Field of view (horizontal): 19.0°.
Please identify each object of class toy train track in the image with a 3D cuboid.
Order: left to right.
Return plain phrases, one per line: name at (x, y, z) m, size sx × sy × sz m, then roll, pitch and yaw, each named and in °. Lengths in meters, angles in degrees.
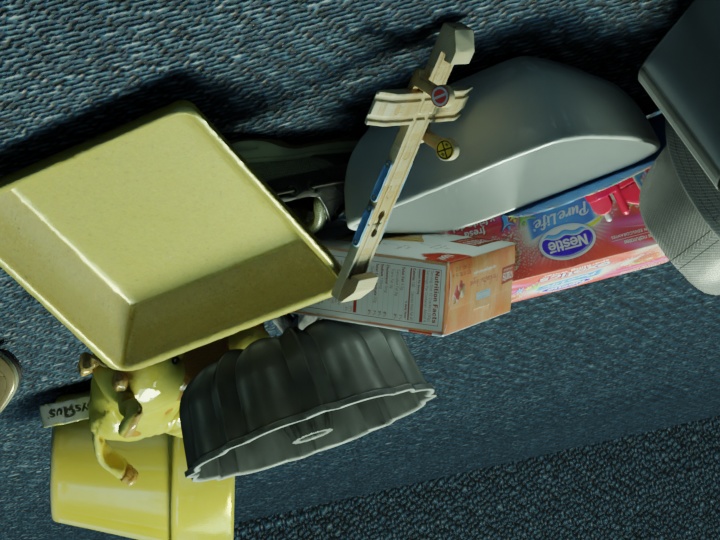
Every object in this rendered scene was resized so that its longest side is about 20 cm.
toy train track at (0.033, -0.064, 1.397) m, size 0.114 × 0.032 × 0.201 m, roll -11°, pitch 129°, yaw -55°

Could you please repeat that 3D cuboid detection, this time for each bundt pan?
bundt pan at (-0.047, 0.090, 1.619) m, size 0.200 × 0.076 × 0.202 m, roll -18°, pitch 169°, yaw -4°

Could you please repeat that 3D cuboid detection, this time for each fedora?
fedora at (0.264, -0.053, 1.527) m, size 0.090 × 0.177 × 0.200 m, roll -40°, pitch -168°, yaw 38°

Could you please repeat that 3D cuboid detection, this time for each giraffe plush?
giraffe plush at (-0.163, 0.069, 1.713) m, size 0.199 × 0.173 × 0.162 m, roll -28°, pitch 171°, yaw -13°

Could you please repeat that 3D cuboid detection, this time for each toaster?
toaster at (0.301, -0.133, 1.407) m, size 0.180 × 0.119 × 0.200 m, roll -1°, pitch 138°, yaw -47°

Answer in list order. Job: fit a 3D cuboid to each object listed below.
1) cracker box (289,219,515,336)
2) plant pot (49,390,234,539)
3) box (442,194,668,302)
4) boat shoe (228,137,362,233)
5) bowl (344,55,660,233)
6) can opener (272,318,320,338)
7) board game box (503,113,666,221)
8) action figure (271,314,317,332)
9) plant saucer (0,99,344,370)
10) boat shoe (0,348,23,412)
cracker box at (0.000, 0.000, 1.594) m, size 0.199 × 0.058 × 0.134 m, roll 9°, pitch -170°, yaw 24°
plant pot at (-0.221, 0.194, 2.213) m, size 0.187 × 0.203 × 0.201 m, roll 2°, pitch 167°, yaw -3°
box at (0.166, -0.037, 1.825) m, size 0.198 × 0.095 × 0.103 m, roll -14°, pitch 169°, yaw -5°
boat shoe at (-0.044, -0.056, 1.550) m, size 0.199 × 0.065 × 0.073 m, roll -5°, pitch 164°, yaw -42°
bowl at (0.094, -0.091, 1.529) m, size 0.199 × 0.075 × 0.199 m, roll -23°, pitch 169°, yaw 27°
can opener at (-0.010, 0.028, 1.770) m, size 0.200 × 0.066 × 0.053 m, roll -53°, pitch 180°, yaw -22°
board game box at (0.204, -0.072, 1.661) m, size 0.157 × 0.039 × 0.200 m, roll -19°, pitch -168°, yaw 40°
action figure at (0.007, 0.032, 1.940) m, size 0.199 × 0.105 × 0.193 m, roll -18°, pitch 177°, yaw 25°
plant saucer at (-0.138, -0.030, 1.439) m, size 0.199 × 0.049 × 0.200 m, roll -21°, pitch 134°, yaw 23°
boat shoe at (-0.370, 0.122, 1.963) m, size 0.200 × 0.072 × 0.065 m, roll -39°, pitch 180°, yaw 34°
